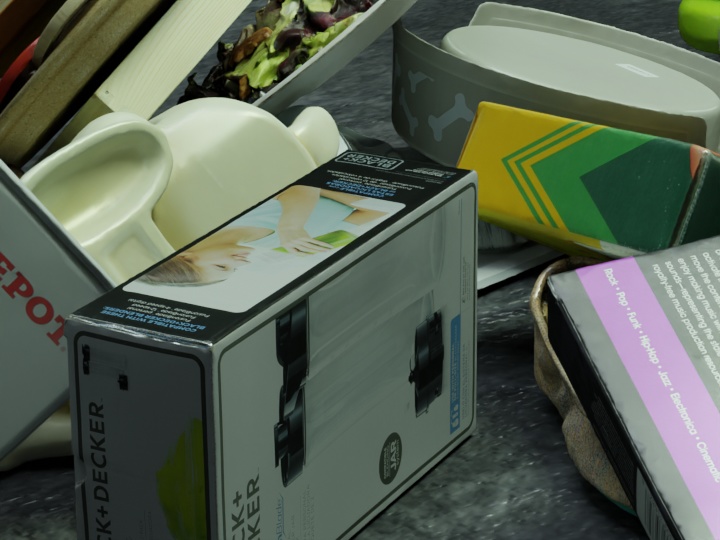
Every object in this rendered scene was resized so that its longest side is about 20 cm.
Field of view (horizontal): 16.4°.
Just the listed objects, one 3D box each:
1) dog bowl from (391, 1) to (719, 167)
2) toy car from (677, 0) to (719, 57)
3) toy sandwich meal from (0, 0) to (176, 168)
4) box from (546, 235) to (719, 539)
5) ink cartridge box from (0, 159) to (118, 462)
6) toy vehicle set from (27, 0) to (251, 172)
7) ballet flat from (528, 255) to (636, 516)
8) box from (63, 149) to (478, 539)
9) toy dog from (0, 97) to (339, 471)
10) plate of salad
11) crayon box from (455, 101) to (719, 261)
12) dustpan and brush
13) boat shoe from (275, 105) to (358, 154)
[{"bbox_3d":[0.106,-0.080,1.245,0.199,0.059,0.200,13,17,-4],"label":"dog bowl"},{"bbox_3d":[0.278,-0.185,1.438,0.199,0.150,0.175,-9,16,4],"label":"toy car"},{"bbox_3d":[-0.135,-0.130,1.180,0.205,0.070,0.205,-47,5,5],"label":"toy sandwich meal"},{"bbox_3d":[0.180,0.037,0.851,0.199,0.036,0.143,-14,44,-9],"label":"box"},{"bbox_3d":[-0.199,0.027,0.888,0.200,0.145,0.085,-42,17,-1],"label":"ink cartridge box"},{"bbox_3d":[-0.113,-0.084,1.223,0.124,0.027,0.200,-52,7,-27],"label":"toy vehicle set"},{"bbox_3d":[0.101,0.038,0.937,0.068,0.067,0.200,-14,17,-11],"label":"ballet flat"},{"bbox_3d":[-0.026,0.041,0.916,0.060,0.117,0.200,11,23,27],"label":"box"},{"bbox_3d":[-0.116,-0.006,1.077,0.200,0.140,0.194,-17,34,53],"label":"toy dog"},{"bbox_3d":[-0.027,-0.125,1.239,0.200,0.048,0.200,-38,11,9],"label":"plate of salad"},{"bbox_3d":[0.124,-0.021,1.050,0.127,0.051,0.200,21,-1,-31],"label":"crayon box"},{"bbox_3d":[0.029,-0.045,1.277,0.139,0.057,0.200,-22,20,-37],"label":"dustpan and brush"},{"bbox_3d":[-0.002,0.002,1.119,0.074,0.068,0.199,-51,30,16],"label":"boat shoe"}]
